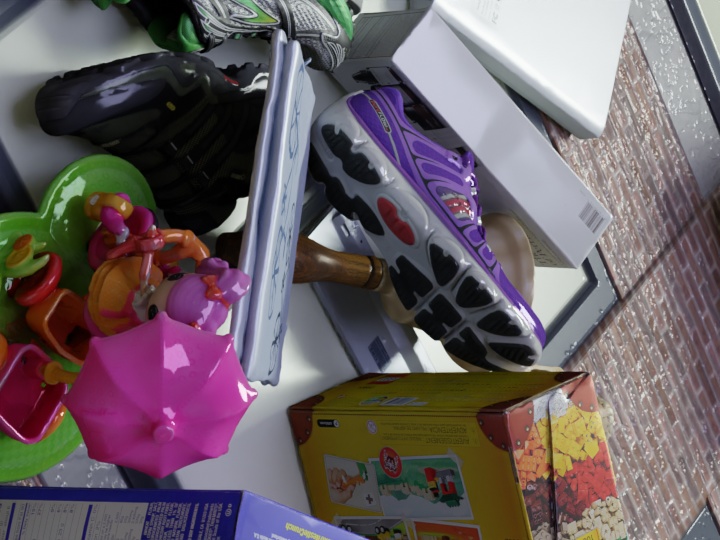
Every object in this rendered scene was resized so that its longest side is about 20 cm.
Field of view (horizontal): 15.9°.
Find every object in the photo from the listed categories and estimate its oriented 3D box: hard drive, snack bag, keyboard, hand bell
[{"bbox_3d":[0.116,-0.194,1.798,0.200,0.026,0.133,32,63,-43],"label":"hard drive"},{"bbox_3d":[-0.049,-0.030,1.465,0.200,0.021,0.190,58,39,-86],"label":"snack bag"},{"bbox_3d":[0.015,0.050,1.677,0.056,0.011,0.201,-46,120,-34],"label":"keyboard"},{"bbox_3d":[0.000,0.000,1.610,0.199,0.104,0.105,10,79,-33],"label":"hand bell"}]

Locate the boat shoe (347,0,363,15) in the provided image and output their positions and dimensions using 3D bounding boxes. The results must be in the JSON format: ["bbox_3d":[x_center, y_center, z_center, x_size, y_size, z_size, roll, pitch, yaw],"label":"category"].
[{"bbox_3d":[-0.057,-0.220,1.566,0.200,0.075,0.062,29,67,-45],"label":"boat shoe"}]

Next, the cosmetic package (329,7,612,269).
[{"bbox_3d":[0.070,-0.082,1.670,0.200,0.082,0.051,46,70,-26],"label":"cosmetic package"}]

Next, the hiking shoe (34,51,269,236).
[{"bbox_3d":[-0.105,-0.071,1.498,0.200,0.075,0.101,-2,85,-50],"label":"hiking shoe"}]

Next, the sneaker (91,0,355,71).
[{"bbox_3d":[-0.088,-0.158,1.531,0.199,0.078,0.086,21,71,-37],"label":"sneaker"}]

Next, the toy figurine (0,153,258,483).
[{"bbox_3d":[-0.120,0.035,1.360,0.200,0.184,0.150,-55,129,-20],"label":"toy figurine"}]

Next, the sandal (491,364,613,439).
[{"bbox_3d":[0.134,0.093,1.697,0.212,0.069,0.078,-14,100,-75],"label":"sandal"}]

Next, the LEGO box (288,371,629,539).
[{"bbox_3d":[0.061,0.143,1.571,0.077,0.199,0.150,-22,103,-40],"label":"LEGO box"}]

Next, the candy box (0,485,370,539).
[{"bbox_3d":[-0.085,0.174,1.405,0.169,0.199,0.077,27,69,-43],"label":"candy box"}]

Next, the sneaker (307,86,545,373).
[{"bbox_3d":[0.054,-0.030,1.567,0.083,0.081,0.200,-34,88,-32],"label":"sneaker"}]
